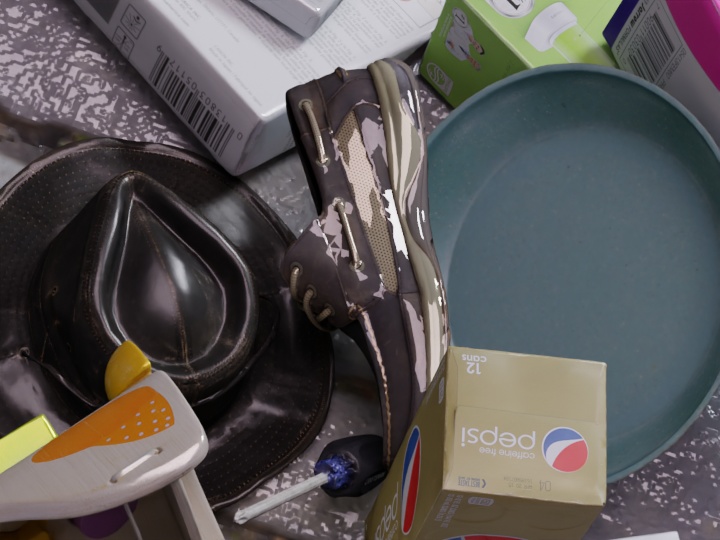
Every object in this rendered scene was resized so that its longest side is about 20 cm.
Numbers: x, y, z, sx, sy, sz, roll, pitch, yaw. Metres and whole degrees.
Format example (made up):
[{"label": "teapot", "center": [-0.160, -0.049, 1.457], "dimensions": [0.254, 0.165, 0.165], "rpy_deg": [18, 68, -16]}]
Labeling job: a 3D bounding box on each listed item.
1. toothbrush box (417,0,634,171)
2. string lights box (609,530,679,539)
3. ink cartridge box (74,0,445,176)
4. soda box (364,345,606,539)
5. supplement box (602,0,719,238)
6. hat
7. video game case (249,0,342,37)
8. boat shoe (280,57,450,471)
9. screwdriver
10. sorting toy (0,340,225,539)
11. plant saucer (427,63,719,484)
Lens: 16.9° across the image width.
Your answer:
[{"label": "toothbrush box", "center": [0.152, -0.090, 1.216], "dimensions": [0.146, 0.086, 0.200], "rpy_deg": [-39, 75, -26]}, {"label": "string lights box", "center": [0.122, 0.225, 1.036], "dimensions": [0.059, 0.103, 0.201], "rpy_deg": [-6, 64, -15]}, {"label": "ink cartridge box", "center": [-0.043, -0.151, 1.243], "dimensions": [0.163, 0.057, 0.200], "rpy_deg": [47, 44, 14]}, {"label": "soda box", "center": [0.048, 0.104, 1.028], "dimensions": [0.067, 0.200, 0.064], "rpy_deg": [7, 62, -7]}, {"label": "supplement box", "center": [0.208, -0.060, 1.108], "dimensions": [0.103, 0.101, 0.201], "rpy_deg": [-16, 71, -20]}, {"label": "hat", "center": [-0.100, 0.011, 1.115], "dimensions": [0.200, 0.081, 0.201], "rpy_deg": [4, 62, -8]}, {"label": "video game case", "center": [-0.066, -0.224, 1.244], "dimensions": [0.200, 0.024, 0.182], "rpy_deg": [34, 45, 3]}, {"label": "boat shoe", "center": [0.000, 0.000, 1.118], "dimensions": [0.073, 0.075, 0.201], "rpy_deg": [-6, 68, -1]}, {"label": "screwdriver", "center": [-0.018, 0.090, 1.042], "dimensions": [0.029, 0.200, 0.028], "rpy_deg": [-33, 84, 11]}, {"label": "sorting toy", "center": [-0.140, 0.134, 1.004], "dimensions": [0.180, 0.200, 0.107], "rpy_deg": [-26, 50, -10]}, {"label": "plant saucer", "center": [0.097, 0.005, 1.128], "dimensions": [0.036, 0.200, 0.201], "rpy_deg": [12, 50, -55]}]
